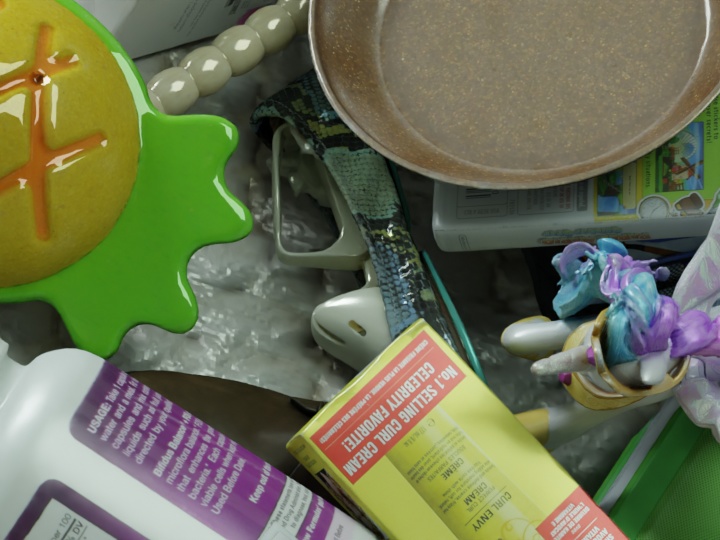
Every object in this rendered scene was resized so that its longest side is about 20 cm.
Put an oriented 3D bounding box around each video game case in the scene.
[{"bbox_3d":[0.126,-0.103,1.329,0.182,0.023,0.200,-4,59,12],"label":"video game case"}]

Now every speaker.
[{"bbox_3d":[0.144,0.122,1.329,0.088,0.088,0.200,39,48,0],"label":"speaker"}]

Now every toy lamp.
[{"bbox_3d":[-0.046,-0.107,1.359,0.200,0.058,0.058,-32,77,-21],"label":"toy lamp"}]

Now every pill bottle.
[{"bbox_3d":[-0.101,0.101,1.186,0.200,0.112,0.112,33,48,-6],"label":"pill bottle"}]

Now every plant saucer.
[{"bbox_3d":[0.078,-0.112,1.311,0.200,0.037,0.201,-7,58,10],"label":"plant saucer"}]

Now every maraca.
[{"bbox_3d":[-0.143,-0.047,1.258,0.200,0.107,0.137,30,91,6],"label":"maraca"}]

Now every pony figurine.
[{"bbox_3d":[0.148,0.035,1.223,0.193,0.200,0.167,-7,83,-9],"label":"pony figurine"}]

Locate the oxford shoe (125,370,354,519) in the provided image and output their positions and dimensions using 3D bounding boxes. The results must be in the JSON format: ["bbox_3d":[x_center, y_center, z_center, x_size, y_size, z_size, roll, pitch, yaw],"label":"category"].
[{"bbox_3d":[-0.016,0.076,1.271,0.200,0.084,0.073,17,53,-16],"label":"oxford shoe"}]

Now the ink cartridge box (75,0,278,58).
[{"bbox_3d":[-0.063,-0.181,1.432,0.200,0.068,0.117,-20,69,-37],"label":"ink cartridge box"}]

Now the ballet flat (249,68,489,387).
[{"bbox_3d":[0.000,0.000,1.355,0.074,0.074,0.200,-4,59,-31],"label":"ballet flat"}]

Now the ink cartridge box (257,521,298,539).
[{"bbox_3d":[-0.022,0.215,1.091,0.176,0.200,0.084,39,49,1],"label":"ink cartridge box"}]

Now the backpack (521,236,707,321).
[{"bbox_3d":[0.166,-0.063,1.407,0.190,0.154,0.200,-7,62,-17],"label":"backpack"}]

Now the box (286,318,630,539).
[{"bbox_3d":[0.065,0.117,1.210,0.075,0.050,0.200,-42,89,-12],"label":"box"}]
